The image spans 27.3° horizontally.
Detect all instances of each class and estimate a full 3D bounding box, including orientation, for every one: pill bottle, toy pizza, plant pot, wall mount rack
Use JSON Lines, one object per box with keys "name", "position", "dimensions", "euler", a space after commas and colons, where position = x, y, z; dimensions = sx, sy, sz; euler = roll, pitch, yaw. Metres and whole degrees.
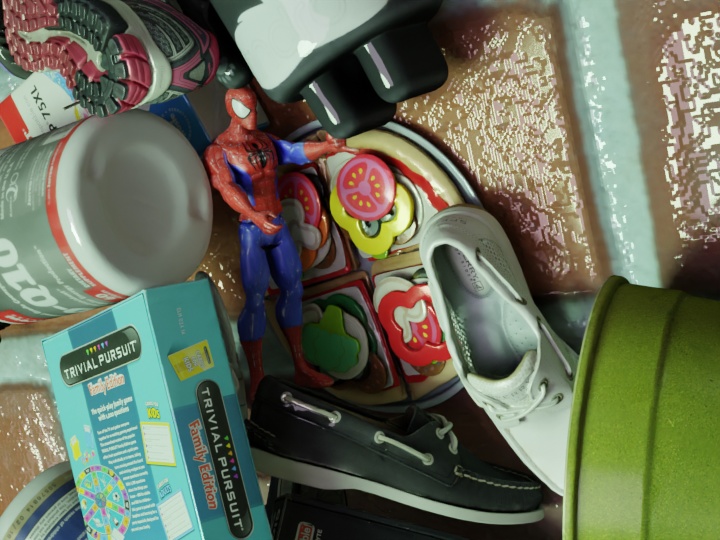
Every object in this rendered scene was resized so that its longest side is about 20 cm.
{"name": "pill bottle", "position": [-0.197, -0.027, 0.941], "dimensions": [0.199, 0.114, 0.115], "euler": [-12, 99, 43]}
{"name": "toy pizza", "position": [0.000, 0.000, 0.959], "dimensions": [0.199, 0.032, 0.202], "euler": [12, 113, 30]}
{"name": "plant pot", "position": [0.219, 0.109, 0.765], "dimensions": [0.191, 0.200, 0.202], "euler": [3, 109, 21]}
{"name": "wall mount rack", "position": [-0.131, 0.072, 1.020], "dimensions": [0.201, 0.074, 0.174], "euler": [88, 156, -43]}
{"name": "pill bottle", "position": [-0.176, 0.243, 1.111], "dimensions": [0.199, 0.111, 0.112], "euler": [35, 122, 19]}

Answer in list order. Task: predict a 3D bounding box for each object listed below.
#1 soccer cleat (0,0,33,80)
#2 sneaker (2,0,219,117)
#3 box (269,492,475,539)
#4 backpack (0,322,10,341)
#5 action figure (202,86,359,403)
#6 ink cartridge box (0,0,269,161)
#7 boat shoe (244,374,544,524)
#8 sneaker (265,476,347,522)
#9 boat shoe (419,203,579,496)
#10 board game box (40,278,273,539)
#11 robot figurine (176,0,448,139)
{"name": "soccer cleat", "position": [-0.276, -0.218, 1.055], "dimensions": [0.201, 0.068, 0.073], "euler": [60, 144, 2]}
{"name": "sneaker", "position": [-0.162, -0.150, 0.907], "dimensions": [0.200, 0.074, 0.081], "euler": [42, 132, 40]}
{"name": "box", "position": [0.021, 0.256, 0.897], "dimensions": [0.197, 0.202, 0.050], "euler": [17, 164, -12]}
{"name": "backpack", "position": [-0.381, -0.035, 1.137], "dimensions": [0.199, 0.154, 0.192], "euler": [7, 100, 35]}
{"name": "action figure", "position": [-0.044, -0.017, 0.920], "dimensions": [0.099, 0.065, 0.202], "euler": [1, 106, 52]}
{"name": "ink cartridge box", "position": [-0.170, -0.097, 1.017], "dimensions": [0.199, 0.067, 0.117], "euler": [-32, 87, 37]}
{"name": "boat shoe", "position": [0.025, 0.112, 0.923], "dimensions": [0.198, 0.074, 0.061], "euler": [13, 90, -7]}
{"name": "sneaker", "position": [-0.084, 0.205, 0.987], "dimensions": [0.145, 0.077, 0.204], "euler": [0, 85, 29]}
{"name": "boat shoe", "position": [0.089, 0.059, 0.882], "dimensions": [0.071, 0.069, 0.201], "euler": [-29, 98, 21]}
{"name": "board game box", "position": [-0.120, 0.120, 0.886], "dimensions": [0.151, 0.047, 0.202], "euler": [-21, 81, 53]}
{"name": "robot figurine", "position": [-0.029, -0.179, 0.862], "dimensions": [0.201, 0.150, 0.125], "euler": [59, 171, 2]}
